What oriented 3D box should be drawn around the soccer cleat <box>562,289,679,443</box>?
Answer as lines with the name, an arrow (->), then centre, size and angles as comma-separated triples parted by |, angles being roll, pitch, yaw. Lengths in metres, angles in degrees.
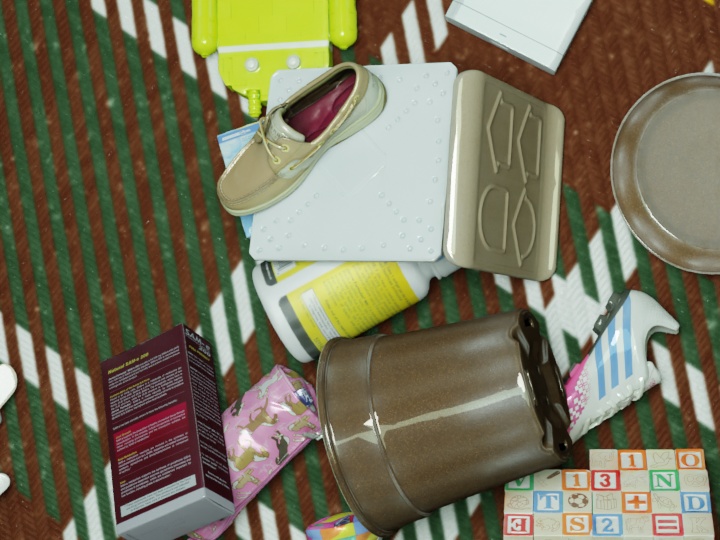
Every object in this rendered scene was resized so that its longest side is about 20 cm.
soccer cleat -> 0.249, 0.116, 1.371 | 0.086, 0.070, 0.201 | 30, 90, 12

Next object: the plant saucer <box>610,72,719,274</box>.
plant saucer -> 0.347, -0.098, 1.355 | 0.199, 0.032, 0.202 | 11, 110, 32

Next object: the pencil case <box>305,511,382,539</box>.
pencil case -> 0.001, 0.341, 1.387 | 0.088, 0.088, 0.202 | -12, 87, 7

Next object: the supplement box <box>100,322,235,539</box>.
supplement box -> -0.198, 0.167, 1.384 | 0.108, 0.061, 0.201 | -24, 55, 18

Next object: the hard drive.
hard drive -> 0.192, -0.325, 1.430 | 0.131, 0.027, 0.201 | 28, 90, 8

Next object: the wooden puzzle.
wooden puzzle -> 0.136, -0.089, 1.353 | 0.046, 0.199, 0.187 | 1, 86, 35

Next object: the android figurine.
android figurine -> -0.092, -0.263, 1.456 | 0.180, 0.041, 0.202 | 0, 83, 8

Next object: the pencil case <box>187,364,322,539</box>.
pencil case -> -0.121, 0.192, 1.414 | 0.200, 0.087, 0.083 | -44, 117, 3

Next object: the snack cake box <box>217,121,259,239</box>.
snack cake box -> -0.037, -0.113, 1.426 | 0.198, 0.067, 0.116 | -18, 82, 6

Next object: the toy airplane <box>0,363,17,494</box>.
toy airplane -> -0.470, 0.192, 1.447 | 0.198, 0.141, 0.201 | 1, 98, -28

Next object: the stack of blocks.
stack of blocks -> 0.241, 0.237, 1.340 | 0.198, 0.116, 0.059 | -2, 127, 9

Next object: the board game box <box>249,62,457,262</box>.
board game box -> -0.004, -0.104, 1.346 | 0.198, 0.026, 0.202 | 0, 75, 20

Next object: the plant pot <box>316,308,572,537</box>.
plant pot -> 0.088, 0.136, 1.308 | 0.197, 0.200, 0.202 | -17, 84, 20

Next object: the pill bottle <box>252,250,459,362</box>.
pill bottle -> 0.000, 0.000, 1.392 | 0.199, 0.114, 0.115 | -29, 83, 5

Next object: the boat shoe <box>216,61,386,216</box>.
boat shoe -> -0.068, -0.134, 1.327 | 0.200, 0.066, 0.074 | -41, 65, 5
